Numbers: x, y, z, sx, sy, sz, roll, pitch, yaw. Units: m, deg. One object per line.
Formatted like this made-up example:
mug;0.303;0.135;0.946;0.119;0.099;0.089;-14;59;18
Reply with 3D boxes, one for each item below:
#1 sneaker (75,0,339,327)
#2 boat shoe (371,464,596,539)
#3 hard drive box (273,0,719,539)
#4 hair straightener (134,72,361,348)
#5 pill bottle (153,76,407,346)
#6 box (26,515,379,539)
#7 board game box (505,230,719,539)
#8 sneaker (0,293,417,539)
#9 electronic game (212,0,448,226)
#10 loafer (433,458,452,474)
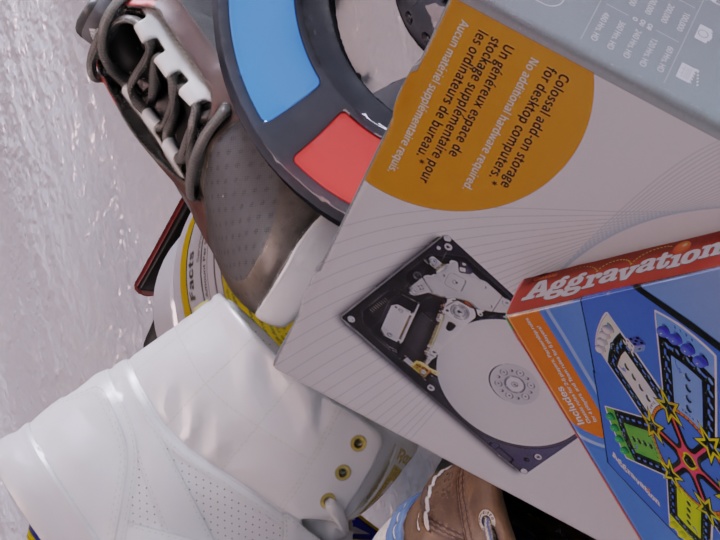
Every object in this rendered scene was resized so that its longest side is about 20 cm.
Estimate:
sneaker;-0.060;-0.059;0.919;0.077;0.082;0.200;-57;34;29
boat shoe;0.083;0.137;0.807;0.200;0.072;0.072;46;134;9
hard drive box;0.098;0.002;0.736;0.077;0.200;0.156;-61;-3;-46
hair straightener;-0.045;-0.016;1.160;0.200;0.041;0.077;-51;40;45
pill bottle;0.000;0.000;1.000;0.200;0.112;0.113;-21;76;61
box;-0.031;0.124;1.030;0.200;0.064;0.070;36;141;17
board game box;0.128;0.073;0.714;0.103;0.019;0.200;-15;120;32
sneaker;-0.016;0.104;0.884;0.200;0.116;0.074;53;178;-2
electronic game;0.048;-0.096;0.848;0.042;0.200;0.200;48;-161;-63
loafer;0.083;0.071;0.897;0.200;0.075;0.070;-53;45;51
